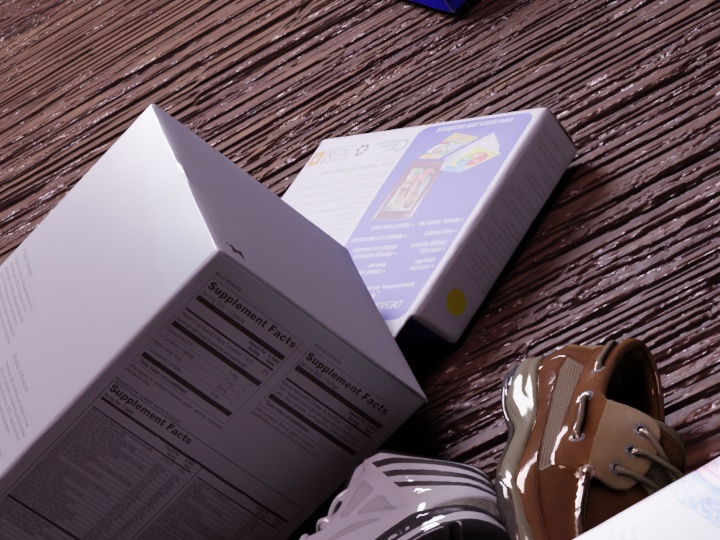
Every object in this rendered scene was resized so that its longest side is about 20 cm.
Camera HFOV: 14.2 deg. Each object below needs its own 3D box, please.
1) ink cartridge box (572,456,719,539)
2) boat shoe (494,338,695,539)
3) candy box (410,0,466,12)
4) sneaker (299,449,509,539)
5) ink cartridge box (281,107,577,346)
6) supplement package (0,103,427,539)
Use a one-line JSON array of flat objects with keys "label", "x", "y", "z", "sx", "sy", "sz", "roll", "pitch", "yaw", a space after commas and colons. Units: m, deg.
[{"label": "ink cartridge box", "x": 0.174, "y": 0.131, "z": 1.023, "sx": 0.200, "sy": 0.148, "sz": 0.086, "roll": -30, "pitch": 27, "yaw": 17}, {"label": "boat shoe", "x": 0.106, "y": 0.089, "z": 1.268, "sx": 0.074, "sy": 0.076, "sz": 0.200, "roll": -28, "pitch": 28, "yaw": 16}, {"label": "candy box", "x": 0.077, "y": -0.270, "z": 1.884, "sx": 0.200, "sy": 0.077, "sz": 0.169, "roll": -43, "pitch": 25, "yaw": -10}, {"label": "sneaker", "x": -0.017, "y": 0.153, "z": 1.350, "sx": 0.200, "sy": 0.076, "sz": 0.115, "roll": -26, "pitch": 19, "yaw": 9}, {"label": "ink cartridge box", "x": 0.000, "y": 0.000, "z": 1.591, "sx": 0.197, "sy": 0.047, "sz": 0.200, "roll": -4, "pitch": 45, "yaw": 49}, {"label": "supplement package", "x": -0.103, "y": 0.059, "z": 1.448, "sx": 0.200, "sy": 0.151, "sz": 0.152, "roll": -46, "pitch": 33, "yaw": 12}]
